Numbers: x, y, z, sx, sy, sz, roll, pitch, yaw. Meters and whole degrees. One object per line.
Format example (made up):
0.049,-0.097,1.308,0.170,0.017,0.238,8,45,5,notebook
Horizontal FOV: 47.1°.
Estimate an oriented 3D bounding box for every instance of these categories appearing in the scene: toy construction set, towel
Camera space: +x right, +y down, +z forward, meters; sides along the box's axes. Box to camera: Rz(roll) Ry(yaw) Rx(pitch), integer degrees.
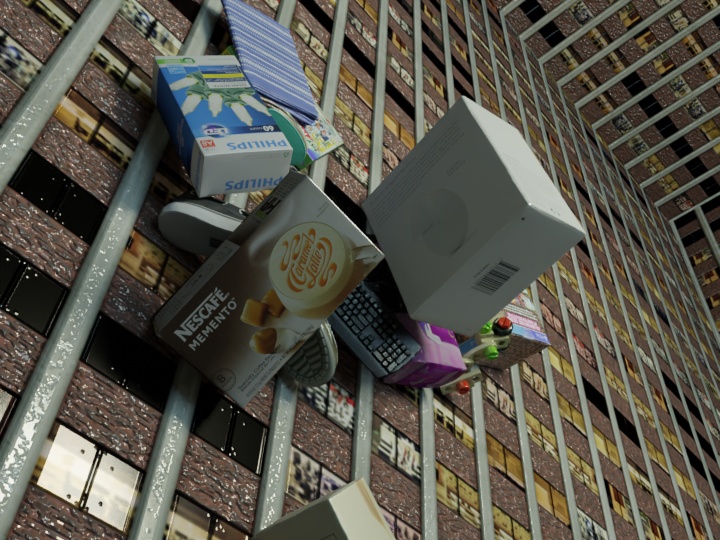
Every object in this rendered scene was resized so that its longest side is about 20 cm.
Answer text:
0.145,0.080,1.209,0.092,0.131,0.201,97,-19,-58,toy construction set
-0.137,-0.310,1.212,0.145,0.024,0.200,19,43,-47,towel

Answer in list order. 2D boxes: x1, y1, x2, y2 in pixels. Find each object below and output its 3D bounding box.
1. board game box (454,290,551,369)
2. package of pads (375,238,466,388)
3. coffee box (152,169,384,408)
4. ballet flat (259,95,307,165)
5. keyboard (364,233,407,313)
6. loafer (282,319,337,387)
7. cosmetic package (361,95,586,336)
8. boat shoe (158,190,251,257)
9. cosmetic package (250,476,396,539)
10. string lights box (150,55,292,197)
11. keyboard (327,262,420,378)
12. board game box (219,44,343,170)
0.203,0.046,1.356,0.159,0.097,0.201,19,46,-50,board game box
0.063,0.061,1.137,0.120,0.076,0.201,15,47,-46,package of pads
-0.091,0.015,0.797,0.114,0.200,0.080,46,-5,-20,coffee box
-0.151,-0.212,1.105,0.200,0.069,0.071,29,19,-41,ballet flat
0.000,0.000,1.068,0.199,0.021,0.127,2,62,-26,keyboard
-0.075,0.037,0.940,0.070,0.075,0.200,2,58,-61,loafer
0.131,-0.064,1.015,0.123,0.199,0.200,19,36,-41,cosmetic package
-0.116,-0.034,0.891,0.199,0.070,0.066,19,41,3,boat shoe
-0.003,0.303,0.747,0.071,0.105,0.200,-10,71,-62,cosmetic package
-0.162,-0.169,0.939,0.102,0.059,0.200,-9,46,-27,string lights box
0.003,0.027,1.019,0.200,0.021,0.127,49,55,5,keyboard
-0.114,-0.252,1.235,0.200,0.029,0.135,54,27,-5,board game box
